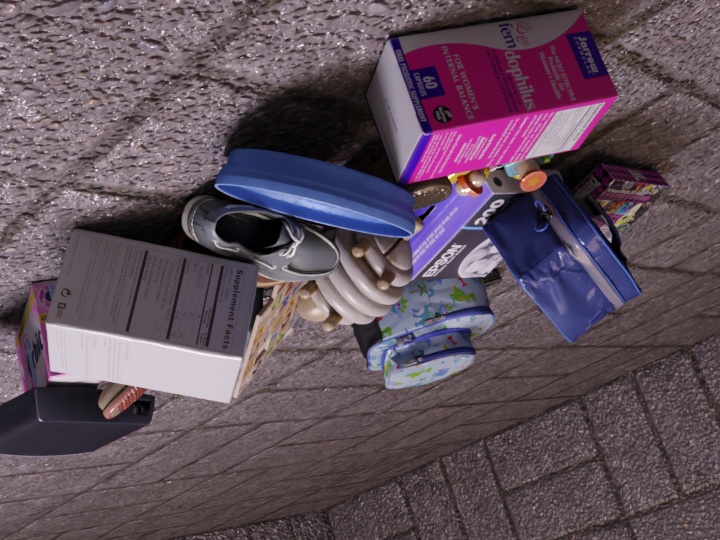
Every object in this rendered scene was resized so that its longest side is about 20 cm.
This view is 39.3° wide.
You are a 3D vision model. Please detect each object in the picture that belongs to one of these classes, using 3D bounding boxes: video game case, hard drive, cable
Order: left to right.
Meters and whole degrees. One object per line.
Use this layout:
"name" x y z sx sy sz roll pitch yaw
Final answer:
"hard drive" -0.347 0.180 1.188 0.134 0.043 0.200 -26 160 22
"cable" 0.138 0.053 1.636 0.199 0.051 0.097 -9 154 -22
"video game case" 0.323 -0.071 1.407 0.199 0.036 0.181 -3 142 -52

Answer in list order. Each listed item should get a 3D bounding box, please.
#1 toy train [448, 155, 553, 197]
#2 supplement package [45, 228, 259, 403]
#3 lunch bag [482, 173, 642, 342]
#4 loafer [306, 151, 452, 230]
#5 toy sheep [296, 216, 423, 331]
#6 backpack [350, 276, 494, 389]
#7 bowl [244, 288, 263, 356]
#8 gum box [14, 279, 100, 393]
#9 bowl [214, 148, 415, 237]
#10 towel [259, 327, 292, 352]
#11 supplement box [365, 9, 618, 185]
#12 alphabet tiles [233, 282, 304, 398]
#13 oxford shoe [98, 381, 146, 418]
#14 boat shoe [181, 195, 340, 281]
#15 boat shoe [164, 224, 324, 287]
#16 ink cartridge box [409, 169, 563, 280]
"toy train" 0.160 -0.130 1.136 0.199 0.056 0.150 -9 157 -26
"supplement package" -0.218 0.051 1.070 0.198 0.118 0.117 12 147 -9
"lunch bag" 0.255 -0.024 1.250 0.132 0.136 0.200 -37 136 11
"loafer" 0.018 -0.091 1.107 0.199 0.068 0.076 -13 164 39
"toy sheep" 0.000 0.000 1.243 0.199 0.139 0.138 -33 157 22
"backpack" 0.097 0.084 1.473 0.199 0.148 0.183 -20 164 -6
"bowl" -0.206 0.073 1.289 0.199 0.106 0.201 -17 162 -6
"gum box" -0.363 0.103 1.205 0.066 0.114 0.200 -8 158 -28
"bowl" -0.041 -0.075 0.982 0.199 0.040 0.201 14 177 1
"towel" -0.191 0.109 1.516 0.132 0.035 0.200 -3 157 -35
"supplement box" 0.120 -0.162 0.943 0.199 0.102 0.103 -13 161 -18
"alphabet tiles" -0.102 0.051 1.294 0.167 0.008 0.201 -53 169 -45
"oxford shoe" -0.248 0.077 1.160 0.201 0.074 0.071 -57 -179 -26
"boat shoe" -0.095 -0.029 1.087 0.199 0.073 0.062 20 178 -36
"boat shoe" -0.125 -0.023 1.144 0.199 0.073 0.068 -6 160 -26
"ink cartridge box" 0.141 -0.057 1.312 0.199 0.044 0.198 -3 147 -37
